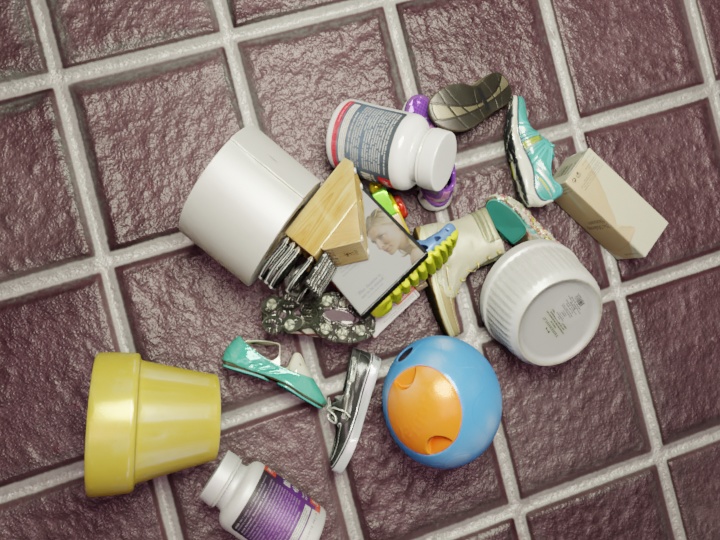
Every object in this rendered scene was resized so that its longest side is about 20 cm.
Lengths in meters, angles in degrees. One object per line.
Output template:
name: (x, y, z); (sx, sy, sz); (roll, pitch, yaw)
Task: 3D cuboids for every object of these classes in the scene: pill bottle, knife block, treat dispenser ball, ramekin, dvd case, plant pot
pill bottle: (0.050, -0.199, 0.864); (0.195, 0.119, 0.123); (22, 86, 28)
knife block: (-0.076, -0.058, 0.828); (0.168, 0.064, 0.208); (-10, 65, 10)
treat dispenser ball: (0.131, 0.211, 0.864); (0.192, 0.201, 0.210); (0, 88, -6)
ramekin: (0.309, 0.062, 0.897); (0.192, 0.106, 0.208); (-5, 115, -11)
pill bottle: (-0.161, 0.390, 0.870); (0.197, 0.111, 0.113); (37, 85, -5)
dvd case: (-0.004, -0.043, 0.849); (0.142, 0.018, 0.201); (-41, 63, -4)
plant pot: (-0.316, 0.231, 0.825); (0.182, 0.199, 0.210); (2, 88, -22)

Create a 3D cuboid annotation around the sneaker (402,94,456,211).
sneaker: (0.127, -0.212, 0.931); (0.077, 0.088, 0.208); (-13, 89, -5)

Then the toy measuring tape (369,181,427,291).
toy measuring tape: (0.065, -0.063, 0.931); (0.072, 0.074, 0.206); (-27, 96, -7)

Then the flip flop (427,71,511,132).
flip flop: (0.193, -0.298, 0.949); (0.197, 0.057, 0.083); (-32, 100, -30)

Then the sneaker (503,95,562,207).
sneaker: (0.303, -0.213, 0.945); (0.076, 0.078, 0.208); (-12, 79, 3)

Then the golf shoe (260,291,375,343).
golf shoe: (-0.068, 0.076, 0.889); (0.191, 0.088, 0.081); (6, 82, 3)

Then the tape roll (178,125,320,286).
tape roll: (-0.171, -0.101, 0.837); (0.137, 0.203, 0.206); (36, 85, -3)

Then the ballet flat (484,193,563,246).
ballet flat: (0.303, -0.070, 0.967); (0.200, 0.075, 0.064); (47, 53, -8)

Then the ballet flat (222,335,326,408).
ballet flat: (-0.137, 0.165, 0.900); (0.194, 0.067, 0.073); (24, 76, -4)

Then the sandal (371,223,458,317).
sandal: (0.076, -0.019, 0.864); (0.197, 0.080, 0.088); (-36, 67, -11)

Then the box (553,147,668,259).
box: (0.442, -0.117, 0.963); (0.199, 0.095, 0.078); (41, 85, -3)

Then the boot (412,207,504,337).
boot: (0.186, 0.004, 0.941); (0.149, 0.072, 0.208); (-16, 88, -6)

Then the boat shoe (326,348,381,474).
boat shoe: (-0.025, 0.237, 0.908); (0.066, 0.074, 0.207); (20, 85, -6)

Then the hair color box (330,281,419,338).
hair color box: (0.000, 0.000, 0.923); (0.110, 0.064, 0.202); (-39, 92, -5)
